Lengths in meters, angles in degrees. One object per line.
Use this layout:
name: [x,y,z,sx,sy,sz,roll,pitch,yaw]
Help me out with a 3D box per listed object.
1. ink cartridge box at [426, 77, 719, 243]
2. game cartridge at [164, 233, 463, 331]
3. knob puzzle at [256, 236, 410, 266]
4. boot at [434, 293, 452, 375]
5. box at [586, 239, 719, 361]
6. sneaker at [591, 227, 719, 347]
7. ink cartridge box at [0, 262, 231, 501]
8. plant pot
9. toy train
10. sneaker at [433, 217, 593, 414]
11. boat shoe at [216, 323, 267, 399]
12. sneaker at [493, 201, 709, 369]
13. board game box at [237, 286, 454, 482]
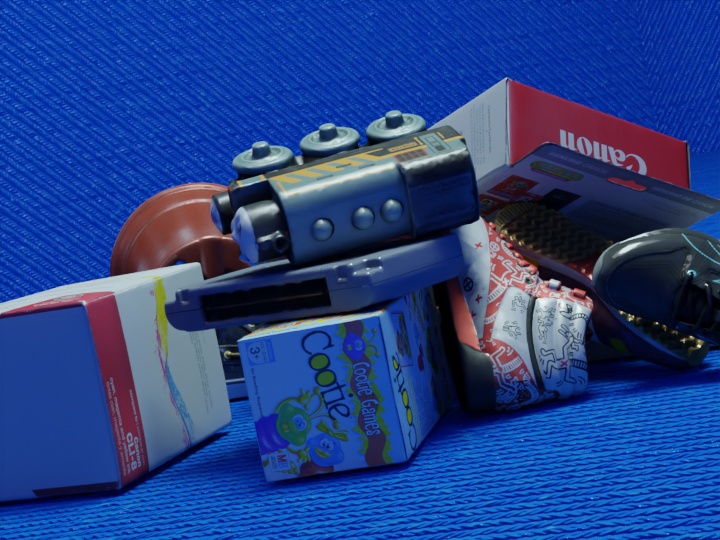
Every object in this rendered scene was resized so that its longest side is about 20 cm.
ink cartridge box: [0.174,-0.081,1.364,0.200,0.084,0.176,15,-27,-31]
game cartridge: [-0.030,0.008,1.208,0.200,0.042,0.133,-9,2,39]
knob puzzle: [0.000,0.000,1.431,0.219,0.220,0.030,-8,42,29]
boot: [0.011,0.042,1.374,0.203,0.074,0.154,-7,-25,5]
box: [0.250,0.024,1.369,0.200,0.078,0.095,-8,5,23]
sneaker: [0.270,0.021,1.198,0.200,0.076,0.079,10,21,-2]
ink cartridge box: [-0.214,0.085,1.294,0.145,0.145,0.200,-9,6,22]
plant pot: [-0.162,0.020,1.751,0.200,0.201,0.195,-11,13,-9]
toy train: [-0.008,-0.057,1.199,0.200,0.085,0.114,-15,24,-12]
sneaker: [0.115,0.012,1.258,0.108,0.202,0.067,-6,-29,-7]
boat shoe: [-0.088,0.067,1.533,0.200,0.091,0.071,-10,5,5]
sneaker: [0.184,0.028,1.303,0.200,0.090,0.075,37,49,23]
board game box: [-0.005,0.075,1.197,0.103,0.105,0.200,-10,4,13]
